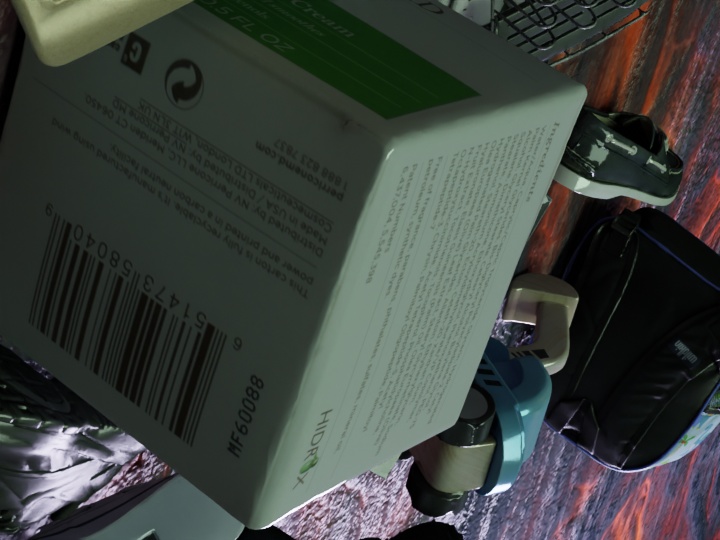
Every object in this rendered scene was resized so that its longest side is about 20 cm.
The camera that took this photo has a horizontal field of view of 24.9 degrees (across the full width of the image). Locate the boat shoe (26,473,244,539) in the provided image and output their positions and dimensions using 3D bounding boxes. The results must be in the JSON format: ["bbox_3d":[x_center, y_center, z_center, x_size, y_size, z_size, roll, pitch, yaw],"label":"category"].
[{"bbox_3d":[-0.159,0.176,0.946,0.200,0.074,0.065,-22,-178,-24],"label":"boat shoe"}]

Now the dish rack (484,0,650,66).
[{"bbox_3d":[0.133,-0.180,0.862,0.153,0.055,0.200,-28,149,-16],"label":"dish rack"}]

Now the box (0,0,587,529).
[{"bbox_3d":[-0.041,-0.032,0.758,0.171,0.199,0.200,-19,136,-53],"label":"box"}]

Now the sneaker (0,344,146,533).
[{"bbox_3d":[-0.176,0.090,0.819,0.091,0.076,0.200,-51,153,3],"label":"sneaker"}]

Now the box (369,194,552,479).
[{"bbox_3d":[0.000,0.000,0.947,0.158,0.050,0.200,31,88,-33],"label":"box"}]

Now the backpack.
[{"bbox_3d":[0.255,0.067,1.426,0.147,0.183,0.200,-8,132,-57],"label":"backpack"}]

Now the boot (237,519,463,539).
[{"bbox_3d":[-0.010,0.206,1.143,0.168,0.077,0.200,-11,154,1],"label":"boot"}]

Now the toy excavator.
[{"bbox_3d":[0.108,0.085,1.262,0.199,0.195,0.100,-5,130,-24],"label":"toy excavator"}]

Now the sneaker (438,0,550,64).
[{"bbox_3d":[0.057,-0.160,0.940,0.089,0.074,0.200,-44,142,-25],"label":"sneaker"}]

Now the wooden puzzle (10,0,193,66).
[{"bbox_3d":[-0.075,-0.199,0.596,0.185,0.037,0.200,-30,123,-17],"label":"wooden puzzle"}]

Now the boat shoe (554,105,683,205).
[{"bbox_3d":[0.212,-0.094,1.286,0.200,0.076,0.060,-9,133,-59],"label":"boat shoe"}]
